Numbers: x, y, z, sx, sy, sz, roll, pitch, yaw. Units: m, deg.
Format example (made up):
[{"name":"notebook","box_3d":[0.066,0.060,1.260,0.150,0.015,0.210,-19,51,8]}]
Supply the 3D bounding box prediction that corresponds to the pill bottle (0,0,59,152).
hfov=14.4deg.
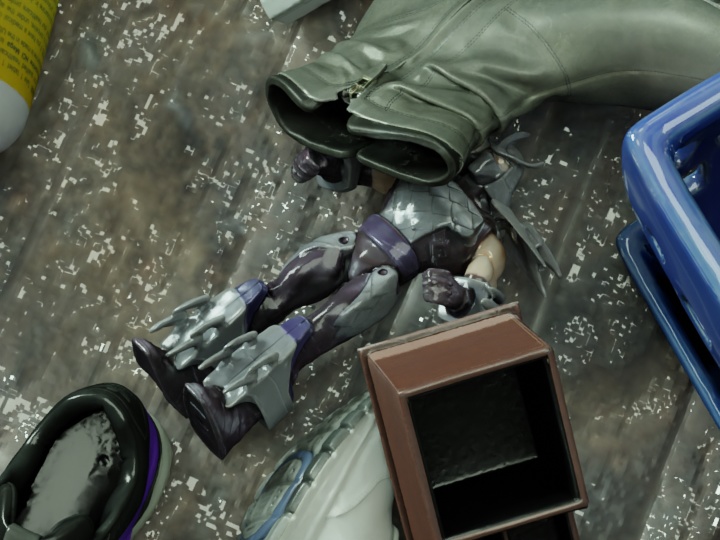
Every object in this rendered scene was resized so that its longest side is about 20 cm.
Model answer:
[{"name":"pill bottle","box_3d":[-0.190,-0.120,1.247,0.112,0.112,0.201,13,75,1]}]

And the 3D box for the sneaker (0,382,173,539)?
[{"name":"sneaker","box_3d":[-0.143,0.134,1.187,0.069,0.100,0.201,20,75,5]}]

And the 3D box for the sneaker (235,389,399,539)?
[{"name":"sneaker","box_3d":[-0.018,0.146,1.216,0.087,0.074,0.201,26,79,-12]}]

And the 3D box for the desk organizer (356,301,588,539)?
[{"name":"desk organizer","box_3d":[0.062,0.124,1.171,0.071,0.077,0.201,-16,102,-6]}]

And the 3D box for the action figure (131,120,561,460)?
[{"name":"action figure","box_3d":[0.000,0.000,1.237,0.200,0.070,0.130,-37,49,-13]}]

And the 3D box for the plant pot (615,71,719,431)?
[{"name":"plant pot","box_3d":[0.230,0.004,1.198,0.199,0.180,0.201,-28,78,-10]}]

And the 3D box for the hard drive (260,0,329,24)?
[{"name":"hard drive","box_3d":[0.022,-0.214,1.271,0.199,0.026,0.133,-27,73,25]}]

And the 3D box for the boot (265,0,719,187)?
[{"name":"boot","box_3d":[0.067,-0.075,1.223,0.199,0.068,0.131,14,45,32]}]
